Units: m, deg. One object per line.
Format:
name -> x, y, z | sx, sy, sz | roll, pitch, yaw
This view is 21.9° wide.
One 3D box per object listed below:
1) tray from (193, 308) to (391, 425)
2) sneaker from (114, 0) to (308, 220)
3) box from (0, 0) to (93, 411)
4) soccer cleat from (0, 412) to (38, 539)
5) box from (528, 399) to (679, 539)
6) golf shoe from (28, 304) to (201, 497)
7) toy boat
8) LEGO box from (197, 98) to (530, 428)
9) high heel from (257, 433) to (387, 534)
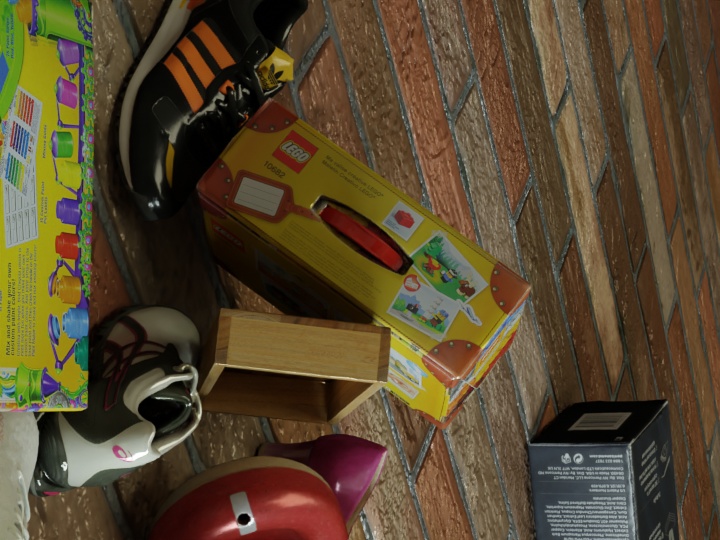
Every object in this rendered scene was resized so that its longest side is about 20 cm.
tray -> -0.048, 0.061, 1.138 | 0.200, 0.098, 0.037 | 131, -35, -76
sneaker -> -0.091, -0.118, 1.189 | 0.070, 0.090, 0.200 | 65, 31, -45
box -> -0.218, -0.037, 0.822 | 0.193, 0.122, 0.200 | 12, 78, -68
soccer cleat -> -0.190, 0.145, 0.925 | 0.200, 0.085, 0.069 | -67, 147, -46
box -> 0.268, 0.259, 2.017 | 0.197, 0.117, 0.200 | -23, 109, -67
golf shoe -> -0.125, 0.076, 1.093 | 0.200, 0.088, 0.077 | -51, 133, -63
toy boat -> -0.057, 0.219, 1.156 | 0.131, 0.130, 0.200 | -126, -158, -66
LEGO box -> 0.000, 0.000, 1.185 | 0.077, 0.200, 0.149 | -52, 170, -14
high heel -> -0.009, 0.208, 1.358 | 0.067, 0.096, 0.200 | -49, 133, -60
